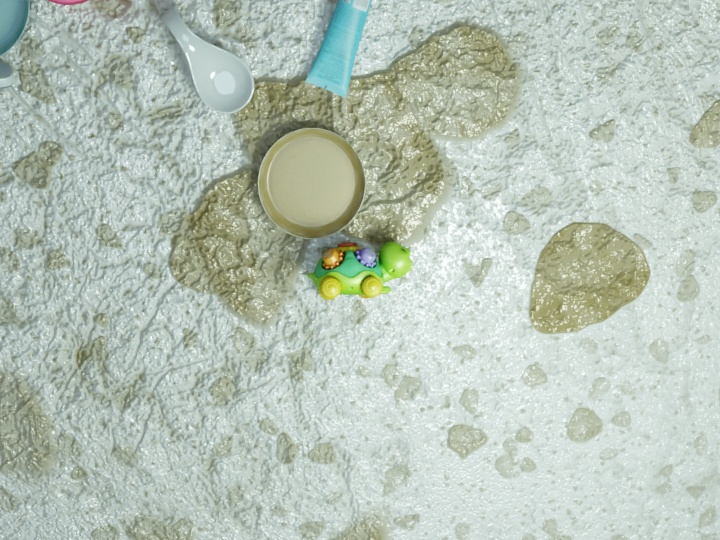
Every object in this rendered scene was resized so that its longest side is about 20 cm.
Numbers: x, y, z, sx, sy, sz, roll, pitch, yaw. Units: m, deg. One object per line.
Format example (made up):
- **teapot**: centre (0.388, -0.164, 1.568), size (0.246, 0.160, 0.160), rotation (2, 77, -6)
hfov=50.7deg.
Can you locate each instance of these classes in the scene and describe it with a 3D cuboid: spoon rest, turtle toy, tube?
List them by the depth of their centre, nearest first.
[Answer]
- **spoon rest**: centre (-0.263, -0.356, 1.286), size (0.099, 0.061, 0.201), rotation (-39, 107, 7)
- **tube**: centre (-0.028, -0.407, 1.303), size (0.076, 0.051, 0.203), rotation (19, 110, -7)
- **turtle toy**: centre (0.000, 0.000, 1.399), size (0.195, 0.146, 0.104), rotation (-2, 87, -6)

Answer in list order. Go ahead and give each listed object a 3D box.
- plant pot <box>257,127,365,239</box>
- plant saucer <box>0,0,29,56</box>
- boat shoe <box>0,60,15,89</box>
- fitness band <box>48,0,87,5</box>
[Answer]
- **plant pot**: centre (-0.088, -0.159, 1.386), size (0.195, 0.028, 0.204), rotation (-2, 108, -6)
- **plant saucer**: centre (-0.632, -0.441, 1.229), size (0.195, 0.027, 0.205), rotation (-1, 102, -4)
- **boat shoe**: centre (-0.674, -0.315, 1.261), size (0.195, 0.072, 0.071), rotation (2, 136, -10)
- **fitness band**: centre (-0.454, -0.517, 1.228), size (0.197, 0.038, 0.146), rotation (-22, 111, 3)
